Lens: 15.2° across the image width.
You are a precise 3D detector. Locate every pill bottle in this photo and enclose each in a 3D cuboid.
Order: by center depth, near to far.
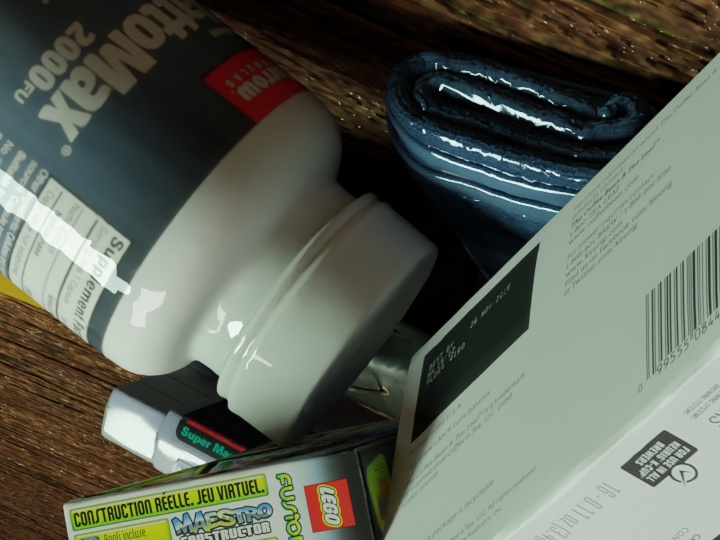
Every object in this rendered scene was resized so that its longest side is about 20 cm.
[{"bbox_3d":[-0.076,-0.034,0.963,0.200,0.120,0.120,38,167,7],"label":"pill bottle"}]

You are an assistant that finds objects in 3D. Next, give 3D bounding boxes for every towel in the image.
[{"bbox_3d":[0.083,-0.009,0.988,0.111,0.049,0.200,18,164,29],"label":"towel"}]

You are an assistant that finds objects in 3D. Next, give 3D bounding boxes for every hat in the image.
[{"bbox_3d":[0.000,0.000,1.123,0.200,0.081,0.201,28,164,9],"label":"hat"}]

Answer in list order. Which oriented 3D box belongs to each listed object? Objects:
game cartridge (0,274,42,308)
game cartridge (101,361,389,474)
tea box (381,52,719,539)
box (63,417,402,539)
[{"bbox_3d":[-0.211,-0.025,1.467,0.175,0.033,0.200,21,169,14],"label":"game cartridge"},{"bbox_3d":[-0.005,0.093,1.223,0.199,0.039,0.129,26,-166,21],"label":"game cartridge"},{"bbox_3d":[0.140,0.063,0.850,0.196,0.134,0.200,28,132,-18],"label":"tea box"},{"bbox_3d":[-0.014,0.079,0.975,0.109,0.035,0.200,-12,178,19],"label":"box"}]
